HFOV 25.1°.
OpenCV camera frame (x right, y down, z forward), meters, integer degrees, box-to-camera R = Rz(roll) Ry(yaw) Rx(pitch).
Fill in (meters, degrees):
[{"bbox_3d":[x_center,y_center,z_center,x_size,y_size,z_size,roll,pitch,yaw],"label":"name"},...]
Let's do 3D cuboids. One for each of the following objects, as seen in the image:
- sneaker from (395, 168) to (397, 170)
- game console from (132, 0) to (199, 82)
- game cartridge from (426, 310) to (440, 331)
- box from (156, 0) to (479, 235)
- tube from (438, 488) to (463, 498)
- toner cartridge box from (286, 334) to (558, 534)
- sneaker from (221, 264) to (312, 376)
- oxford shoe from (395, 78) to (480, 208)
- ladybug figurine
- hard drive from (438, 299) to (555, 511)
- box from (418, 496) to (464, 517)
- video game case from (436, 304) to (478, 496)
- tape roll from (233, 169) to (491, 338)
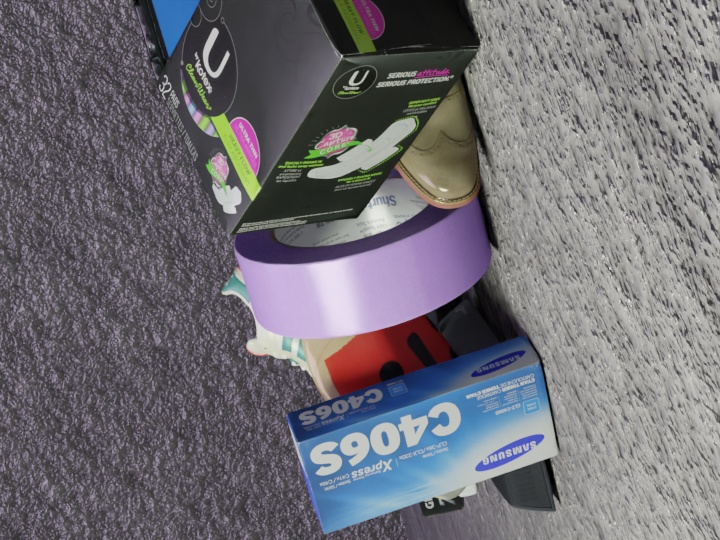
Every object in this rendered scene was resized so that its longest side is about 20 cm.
[{"bbox_3d":[0.026,-0.160,1.370,0.200,0.074,0.083,-131,28,-51],"label":"sneaker"},{"bbox_3d":[-0.140,-0.269,1.379,0.170,0.118,0.202,-12,-95,-62],"label":"game console"},{"bbox_3d":[0.000,0.000,1.439,0.040,0.133,0.202,-28,71,52],"label":"game cartridge"},{"bbox_3d":[-0.037,-0.146,1.159,0.200,0.124,0.149,-52,57,44],"label":"box"},{"bbox_3d":[0.024,0.173,1.533,0.199,0.052,0.059,5,93,55],"label":"tube"},{"bbox_3d":[0.050,0.129,1.268,0.043,0.199,0.096,-116,9,-57],"label":"toner cartridge box"},{"bbox_3d":[-0.056,0.068,1.569,0.200,0.093,0.070,54,-171,-2],"label":"sneaker"},{"bbox_3d":[0.041,-0.143,1.196,0.075,0.070,0.201,102,150,-70],"label":"oxford shoe"},{"bbox_3d":[0.033,0.088,1.338,0.200,0.072,0.136,51,-139,-10],"label":"ladybug figurine"},{"bbox_3d":[0.116,0.119,1.423,0.200,0.042,0.136,-118,12,-67],"label":"hard drive"},{"bbox_3d":[0.059,0.112,1.644,0.199,0.049,0.201,-90,-15,-62],"label":"box"},{"bbox_3d":[0.086,0.102,1.602,0.200,0.023,0.183,-74,-31,-73],"label":"video game case"},{"bbox_3d":[0.002,-0.020,1.294,0.200,0.199,0.066,-119,12,-68],"label":"tape roll"}]
